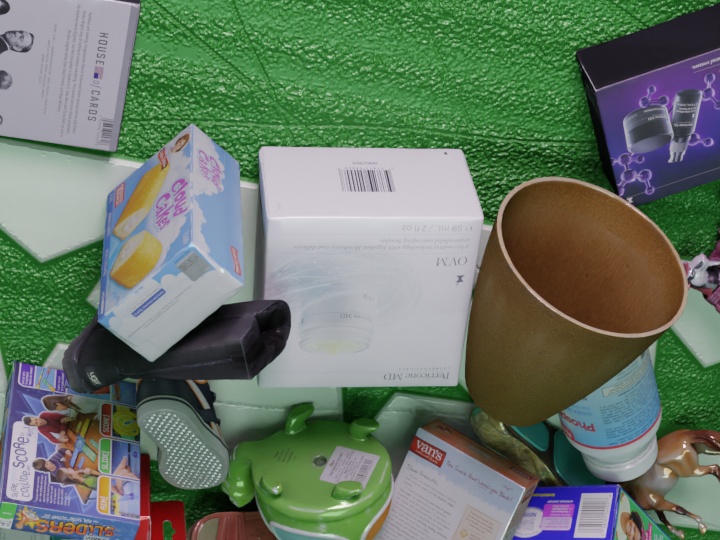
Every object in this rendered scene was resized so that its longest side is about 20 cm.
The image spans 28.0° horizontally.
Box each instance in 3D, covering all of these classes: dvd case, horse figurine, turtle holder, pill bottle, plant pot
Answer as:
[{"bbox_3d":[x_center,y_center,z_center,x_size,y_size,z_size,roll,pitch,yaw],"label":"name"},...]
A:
[{"bbox_3d":[-0.300,-0.184,1.252,0.198,0.025,0.151,7,124,-14],"label":"dvd case"},{"bbox_3d":[0.358,0.236,1.631,0.132,0.050,0.200,32,125,-8],"label":"horse figurine"},{"bbox_3d":[-0.056,0.237,1.521,0.183,0.142,0.133,-9,129,-3],"label":"turtle holder"},{"bbox_3d":[0.254,0.123,1.505,0.108,0.109,0.201,-17,126,4],"label":"pill bottle"},{"bbox_3d":[0.176,0.051,1.339,0.184,0.188,0.201,10,135,-15],"label":"plant pot"}]

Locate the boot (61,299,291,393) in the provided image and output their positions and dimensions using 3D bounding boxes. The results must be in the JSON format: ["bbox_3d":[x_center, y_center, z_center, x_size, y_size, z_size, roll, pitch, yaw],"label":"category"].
[{"bbox_3d":[-0.152,0.044,1.313,0.198,0.165,0.066,-11,124,29],"label":"boot"}]

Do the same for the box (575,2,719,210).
[{"bbox_3d":[0.314,-0.159,1.332,0.198,0.079,0.142,-18,129,5],"label":"box"}]

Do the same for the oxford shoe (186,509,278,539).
[{"bbox_3d":[-0.105,0.297,1.615,0.198,0.072,0.074,9,165,-25],"label":"oxford shoe"}]

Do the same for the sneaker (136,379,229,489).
[{"bbox_3d":[-0.181,0.156,1.489,0.078,0.080,0.201,-7,147,2],"label":"sneaker"}]

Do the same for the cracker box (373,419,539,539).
[{"bbox_3d":[0.090,0.281,1.549,0.133,0.058,0.202,28,106,20],"label":"cracker box"}]

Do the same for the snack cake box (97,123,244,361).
[{"bbox_3d":[-0.166,-0.029,1.274,0.115,0.201,0.067,-39,120,19],"label":"snack cake box"}]

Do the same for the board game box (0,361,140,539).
[{"bbox_3d":[-0.283,0.176,1.405,0.134,0.201,0.035,13,123,-17],"label":"board game box"}]

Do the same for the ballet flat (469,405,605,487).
[{"bbox_3d":[0.191,0.199,1.585,0.071,0.071,0.200,-38,123,18],"label":"ballet flat"}]

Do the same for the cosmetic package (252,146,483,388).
[{"bbox_3d":[0.000,0.000,1.371,0.197,0.123,0.202,0,127,-8],"label":"cosmetic package"}]

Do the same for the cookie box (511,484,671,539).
[{"bbox_3d":[0.253,0.315,1.603,0.170,0.076,0.200,-8,143,37],"label":"cookie box"}]

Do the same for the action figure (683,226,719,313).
[{"bbox_3d":[0.410,0.001,1.470,0.198,0.136,0.149,0,170,7],"label":"action figure"}]

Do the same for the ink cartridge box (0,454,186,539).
[{"bbox_3d":[-0.280,0.249,1.508,0.198,0.116,0.068,2,117,-11],"label":"ink cartridge box"}]
